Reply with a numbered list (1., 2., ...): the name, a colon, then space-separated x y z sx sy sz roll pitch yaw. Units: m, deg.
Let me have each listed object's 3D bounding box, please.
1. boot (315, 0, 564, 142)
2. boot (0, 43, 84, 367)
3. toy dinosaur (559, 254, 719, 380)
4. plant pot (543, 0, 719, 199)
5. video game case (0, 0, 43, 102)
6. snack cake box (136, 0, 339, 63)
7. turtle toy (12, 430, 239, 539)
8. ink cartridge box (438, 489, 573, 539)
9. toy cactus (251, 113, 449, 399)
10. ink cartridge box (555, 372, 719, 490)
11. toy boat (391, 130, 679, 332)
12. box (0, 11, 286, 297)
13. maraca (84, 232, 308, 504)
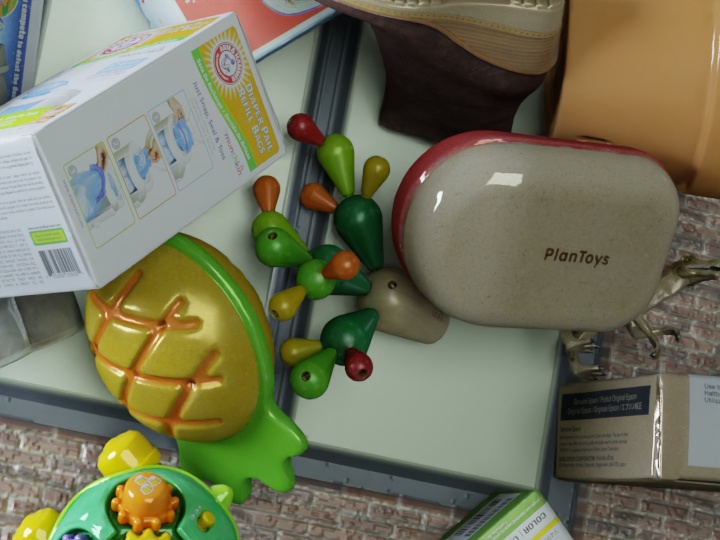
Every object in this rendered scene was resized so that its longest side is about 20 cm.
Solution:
1. boot: 0.030 -0.147 1.299 0.198 0.167 0.073 11 55 -8
2. boot: -0.271 -0.030 1.208 0.181 0.072 0.202 -17 108 -34
3. toy dinosaur: 0.162 0.021 1.386 0.198 0.058 0.102 5 59 -8
4. plant pot: 0.206 -0.154 1.352 0.138 0.200 0.202 4 83 -2
5. video game case: -0.298 -0.174 1.234 0.199 0.018 0.145 11 80 -36
6. snack cake box: -0.056 -0.219 1.327 0.199 0.067 0.116 -32 96 -19
7. turtle toy: -0.157 0.208 1.229 0.200 0.101 0.146 -42 98 -7
8. ink cartridge box: 0.114 0.274 1.328 0.147 0.076 0.201 -38 95 -18
9. toy cactus: 0.000 0.000 1.306 0.164 0.102 0.202 28 44 -36
10. ink cartridge box: 0.259 0.118 1.346 0.198 0.165 0.076 6 81 -18
11. toy boat: 0.110 -0.039 1.310 0.198 0.131 0.132 5 113 -28
12. box: -0.156 -0.074 1.207 0.200 0.112 0.102 -39 116 -44
13. maraca: -0.108 0.063 1.254 0.107 0.136 0.201 -39 106 -45
